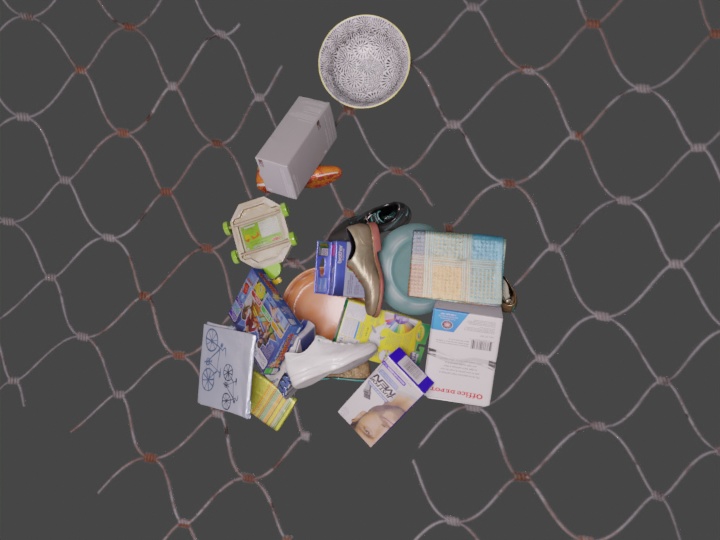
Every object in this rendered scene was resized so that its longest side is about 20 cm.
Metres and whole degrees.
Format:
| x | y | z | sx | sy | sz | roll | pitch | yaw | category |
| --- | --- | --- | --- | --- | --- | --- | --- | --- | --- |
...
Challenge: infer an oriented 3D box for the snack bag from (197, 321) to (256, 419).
| x | y | z | sx | sy | sz | roll | pitch | yaw | category |
| --- | --- | --- | --- | --- | --- | --- | --- | --- | --- |
| -0.295 | 0.217 | 1.462 | 0.199 | 0.021 | 0.191 | 3 | 88 | 43 | snack bag |

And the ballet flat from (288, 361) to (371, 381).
| x | y | z | sx | sy | sz | roll | pitch | yaw | category |
| --- | --- | --- | --- | --- | --- | --- | --- | --- | --- |
| -0.066 | 0.208 | 1.434 | 0.198 | 0.070 | 0.066 | 5 | 86 | -34 | ballet flat |

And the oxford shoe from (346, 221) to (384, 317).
| x | y | z | sx | sy | sz | roll | pitch | yaw | category |
| --- | --- | --- | --- | --- | --- | --- | --- | --- | --- |
| 0.004 | 0.000 | 1.382 | 0.074 | 0.070 | 0.202 | -4 | 85 | -19 | oxford shoe |

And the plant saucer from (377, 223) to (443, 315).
| x | y | z | sx | sy | sz | roll | pitch | yaw | category |
| --- | --- | --- | --- | --- | --- | --- | --- | --- | --- |
| 0.128 | -0.003 | 1.430 | 0.198 | 0.036 | 0.202 | 0 | 91 | -13 | plant saucer |

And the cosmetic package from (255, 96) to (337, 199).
| x | y | z | sx | sy | sz | roll | pitch | yaw | category |
| --- | --- | --- | --- | --- | --- | --- | --- | --- | --- |
| -0.135 | -0.265 | 1.416 | 0.089 | 0.107 | 0.201 | 15 | 61 | 19 | cosmetic package |

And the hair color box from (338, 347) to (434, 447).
| x | y | z | sx | sy | sz | roll | pitch | yaw | category |
| --- | --- | --- | --- | --- | --- | --- | --- | --- | --- |
| 0.052 | 0.273 | 1.413 | 0.109 | 0.065 | 0.200 | 45 | 121 | 12 | hair color box |

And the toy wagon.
| x | y | z | sx | sy | sz | roll | pitch | yaw | category |
| --- | --- | --- | --- | --- | --- | --- | --- | --- | --- |
| -0.222 | -0.062 | 1.504 | 0.154 | 0.040 | 0.202 | -17 | 88 | 7 | toy wagon |

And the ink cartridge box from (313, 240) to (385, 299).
| x | y | z | sx | sy | sz | roll | pitch | yaw | category |
| --- | --- | --- | --- | --- | --- | --- | --- | --- | --- |
| 0.000 | 0.000 | 1.435 | 0.198 | 0.042 | 0.121 | 5 | 89 | -18 | ink cartridge box |

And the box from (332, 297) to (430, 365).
| x | y | z | sx | sy | sz | roll | pitch | yaw | category |
| --- | --- | --- | --- | --- | --- | --- | --- | --- | --- |
| 0.047 | 0.142 | 1.444 | 0.198 | 0.048 | 0.118 | 18 | 93 | -10 | box |

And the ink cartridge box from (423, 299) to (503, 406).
| x | y | z | sx | sy | sz | roll | pitch | yaw | category |
| --- | --- | --- | --- | --- | --- | --- | --- | --- | --- |
| 0.217 | 0.172 | 1.402 | 0.144 | 0.084 | 0.202 | 8 | 107 | 7 | ink cartridge box |

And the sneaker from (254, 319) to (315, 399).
| x | y | z | sx | sy | sz | roll | pitch | yaw | category |
| --- | --- | --- | --- | --- | --- | --- | --- | --- | --- |
| -0.178 | 0.185 | 1.453 | 0.115 | 0.080 | 0.201 | 31 | 126 | 16 | sneaker |

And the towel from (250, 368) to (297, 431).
| x | y | z | sx | sy | sz | roll | pitch | yaw | category |
| --- | --- | --- | --- | --- | --- | --- | --- | --- | --- |
| -0.247 | 0.278 | 1.516 | 0.199 | 0.018 | 0.086 | 34 | 88 | 7 | towel |

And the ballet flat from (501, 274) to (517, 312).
| x | y | z | sx | sy | sz | roll | pitch | yaw | category |
| --- | --- | --- | --- | --- | --- | --- | --- | --- | --- |
| 0.277 | 0.004 | 1.424 | 0.067 | 0.072 | 0.201 | -31 | 85 | -6 | ballet flat |

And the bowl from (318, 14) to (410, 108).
| x | y | z | sx | sy | sz | roll | pitch | yaw | category |
| --- | --- | --- | --- | --- | --- | --- | --- | --- | --- |
| 0.012 | -0.447 | 1.451 | 0.199 | 0.094 | 0.203 | 0 | 89 | 6 | bowl |

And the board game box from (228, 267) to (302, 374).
| x | y | z | sx | sy | sz | roll | pitch | yaw | category |
| --- | --- | --- | --- | --- | --- | --- | --- | --- | --- |
| -0.211 | 0.108 | 1.426 | 0.200 | 0.034 | 0.136 | 50 | 118 | 39 | board game box |

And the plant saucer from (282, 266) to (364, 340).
| x | y | z | sx | sy | sz | roll | pitch | yaw | category |
| --- | --- | --- | --- | --- | --- | --- | --- | --- | --- |
| -0.081 | 0.092 | 1.486 | 0.198 | 0.037 | 0.202 | 0 | 90 | 8 | plant saucer |

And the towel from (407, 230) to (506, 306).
| x | y | z | sx | sy | sz | roll | pitch | yaw | category |
| --- | --- | --- | --- | --- | --- | --- | --- | --- | --- |
| 0.203 | -0.006 | 1.387 | 0.198 | 0.022 | 0.148 | 5 | 90 | 9 | towel |

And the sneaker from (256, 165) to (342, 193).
| x | y | z | sx | sy | sz | roll | pitch | yaw | category |
| --- | --- | --- | --- | --- | --- | --- | --- | --- | --- |
| -0.140 | -0.224 | 1.481 | 0.198 | 0.073 | 0.078 | -3 | 79 | 4 | sneaker |

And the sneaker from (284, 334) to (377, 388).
| x | y | z | sx | sy | sz | roll | pitch | yaw | category |
| --- | --- | --- | --- | --- | --- | --- | --- | --- | --- |
| -0.061 | 0.170 | 1.370 | 0.198 | 0.075 | 0.089 | -16 | 67 | -22 | sneaker |

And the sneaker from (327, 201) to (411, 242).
| x | y | z | sx | sy | sz | roll | pitch | yaw | category |
| --- | --- | --- | --- | --- | --- | --- | --- | --- | --- |
| 0.014 | -0.104 | 1.453 | 0.199 | 0.079 | 0.076 | -25 | 77 | 6 | sneaker |
